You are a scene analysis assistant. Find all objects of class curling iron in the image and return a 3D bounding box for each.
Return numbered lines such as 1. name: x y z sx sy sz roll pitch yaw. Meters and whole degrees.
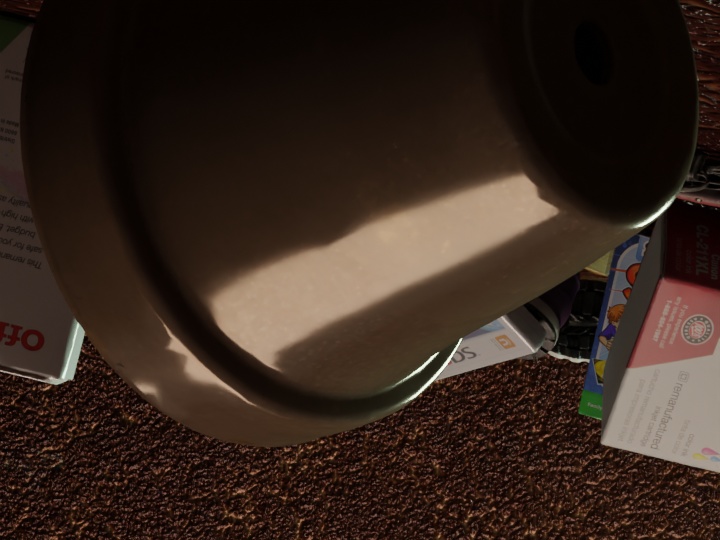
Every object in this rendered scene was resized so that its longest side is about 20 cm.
1. curling iron: 0.245 -0.032 1.163 0.198 0.026 0.050 14 179 -4

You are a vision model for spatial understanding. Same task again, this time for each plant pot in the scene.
1. plant pot: 0.014 -0.049 0.734 0.174 0.202 0.199 -13 158 42

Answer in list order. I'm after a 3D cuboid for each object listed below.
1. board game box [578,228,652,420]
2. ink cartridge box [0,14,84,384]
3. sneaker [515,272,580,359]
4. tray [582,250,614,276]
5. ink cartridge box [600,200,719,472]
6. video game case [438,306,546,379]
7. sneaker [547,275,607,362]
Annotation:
1. board game box: 0.260 0.059 1.490 0.199 0.137 0.034 15 -167 18
2. ink cartridge box: -0.218 -0.045 1.291 0.144 0.202 0.084 14 176 -2
3. sneaker: 0.061 -0.031 1.466 0.200 0.088 0.076 39 142 -11
4. tray: 0.078 -0.036 1.601 0.199 0.037 0.098 12 176 37
5. ink cartridge box: 0.265 0.055 1.370 0.198 0.147 0.083 13 -142 -1
6. video game case: 0.000 0.000 1.451 0.200 0.023 0.182 46 144 -19
7. sneaker: 0.099 0.024 1.608 0.198 0.075 0.079 14 -179 -10
